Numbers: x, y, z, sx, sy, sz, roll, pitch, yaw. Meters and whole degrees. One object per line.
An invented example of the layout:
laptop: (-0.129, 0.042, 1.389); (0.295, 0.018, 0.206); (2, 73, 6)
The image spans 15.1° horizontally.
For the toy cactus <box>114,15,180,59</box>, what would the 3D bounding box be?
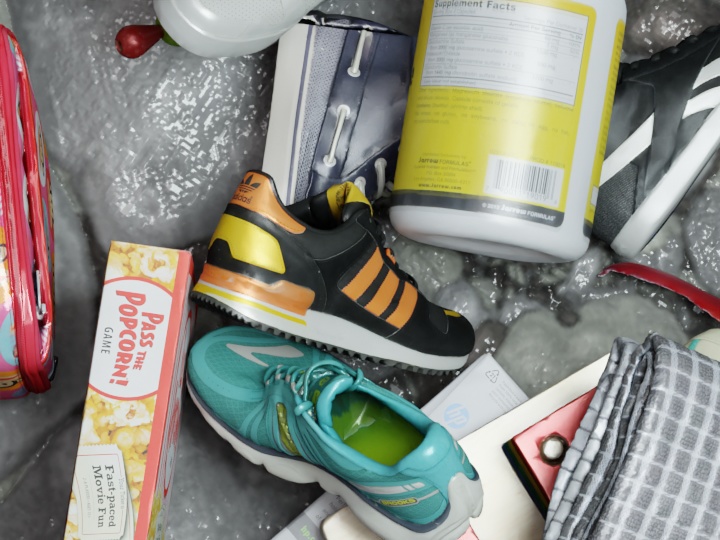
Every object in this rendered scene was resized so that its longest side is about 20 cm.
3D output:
toy cactus: (-0.099, -0.227, 1.574); (0.165, 0.102, 0.200); (-11, 78, -23)

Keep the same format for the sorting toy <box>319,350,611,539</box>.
sorting toy: (0.113, 0.172, 1.475); (0.200, 0.070, 0.199); (-30, 85, -8)

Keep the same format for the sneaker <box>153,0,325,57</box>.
sneaker: (-0.022, -0.190, 1.498); (0.074, 0.116, 0.200); (52, 44, 6)

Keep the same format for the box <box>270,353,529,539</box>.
box: (0.047, 0.169, 1.526); (0.200, 0.041, 0.156); (-41, 85, -7)

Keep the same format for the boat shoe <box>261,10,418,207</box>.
boat shoe: (-0.008, -0.051, 1.543); (0.093, 0.075, 0.200); (6, 81, 3)

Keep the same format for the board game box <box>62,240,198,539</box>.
board game box: (-0.126, 0.096, 1.475); (0.046, 0.152, 0.200); (8, 81, 0)

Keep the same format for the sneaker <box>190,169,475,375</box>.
sneaker: (0.000, 0.000, 1.485); (0.200, 0.070, 0.090); (14, 94, -44)

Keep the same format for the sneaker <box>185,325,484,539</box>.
sneaker: (-0.015, 0.072, 1.446); (0.200, 0.080, 0.078); (26, 64, 35)

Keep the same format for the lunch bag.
lunch bag: (-0.212, -0.033, 1.480); (0.082, 0.176, 0.200); (-6, 81, -3)

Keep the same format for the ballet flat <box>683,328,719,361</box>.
ballet flat: (0.227, 0.127, 1.489); (0.069, 0.069, 0.200); (-35, 96, -8)

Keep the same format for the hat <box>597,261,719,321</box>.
hat: (0.290, 0.033, 1.571); (0.166, 0.176, 0.200); (-46, 125, -5)

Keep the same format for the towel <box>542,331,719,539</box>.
towel: (0.177, 0.152, 1.390); (0.166, 0.086, 0.200); (23, 81, -20)

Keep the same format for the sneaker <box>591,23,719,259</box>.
sneaker: (0.172, -0.116, 1.564); (0.112, 0.073, 0.200); (37, 81, 5)

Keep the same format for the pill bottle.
pill bottle: (0.085, -0.110, 1.491); (0.112, 0.112, 0.200); (10, 85, -1)
